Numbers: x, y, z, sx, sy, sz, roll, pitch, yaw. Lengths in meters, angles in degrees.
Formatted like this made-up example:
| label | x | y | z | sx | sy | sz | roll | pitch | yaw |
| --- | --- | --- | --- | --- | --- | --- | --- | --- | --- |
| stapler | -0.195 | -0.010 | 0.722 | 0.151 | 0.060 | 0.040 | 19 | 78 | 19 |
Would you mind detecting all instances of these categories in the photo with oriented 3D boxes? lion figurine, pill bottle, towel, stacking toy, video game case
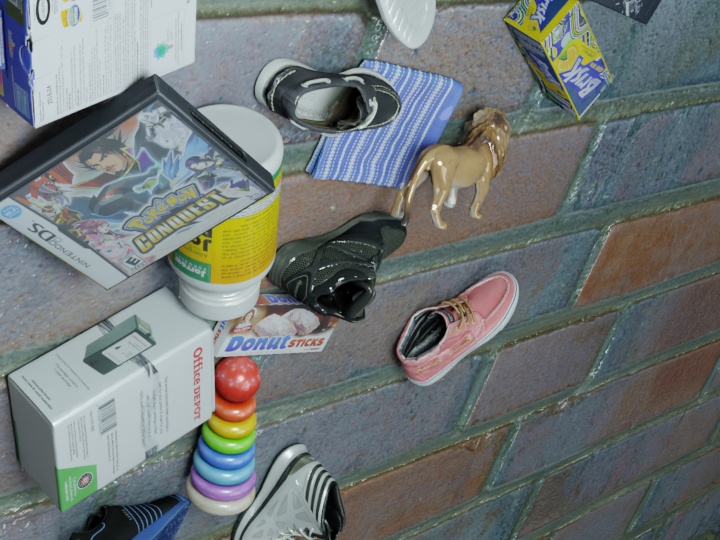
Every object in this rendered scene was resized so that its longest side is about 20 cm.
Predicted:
| label | x | y | z | sx | sy | sz | roll | pitch | yaw |
| --- | --- | --- | --- | --- | --- | --- | --- | --- | --- |
| lion figurine | 0.109 | -0.119 | 1.764 | 0.199 | 0.072 | 0.124 | -25 | 136 | -59 |
| pill bottle | -0.135 | -0.051 | 1.505 | 0.112 | 0.113 | 0.202 | -29 | 145 | -33 |
| towel | 0.033 | -0.157 | 1.710 | 0.199 | 0.024 | 0.146 | 2 | 121 | -55 |
| stacking toy | -0.151 | 0.184 | 1.790 | 0.085 | 0.085 | 0.202 | -19 | 132 | -42 |
| video game case | -0.204 | -0.071 | 1.354 | 0.198 | 0.026 | 0.181 | -29 | 143 | 18 |

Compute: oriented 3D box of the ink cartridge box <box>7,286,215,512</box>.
| label | x | y | z | sx | sy | sz | roll | pitch | yaw |
| --- | --- | --- | --- | --- | --- | --- | --- | --- | --- |
| ink cartridge box | -0.251 | 0.130 | 1.575 | 0.199 | 0.084 | 0.147 | -31 | 145 | -31 |

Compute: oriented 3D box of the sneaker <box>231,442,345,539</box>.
| label | x | y | z | sx | sy | sz | roll | pitch | yaw |
| --- | --- | --- | --- | --- | --- | --- | --- | --- | --- |
| sneaker | -0.092 | 0.337 | 1.994 | 0.075 | 0.115 | 0.202 | -4 | 127 | -52 |

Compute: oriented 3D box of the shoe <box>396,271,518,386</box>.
| label | x | y | z | sx | sy | sz | roll | pitch | yaw |
| --- | --- | --- | --- | --- | --- | --- | --- | --- | --- |
| shoe | 0.131 | 0.067 | 2.045 | 0.200 | 0.071 | 0.091 | -43 | 155 | -6 |

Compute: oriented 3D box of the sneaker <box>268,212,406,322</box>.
| label | x | y | z | sx | sy | sz | roll | pitch | yaw |
| --- | --- | --- | --- | --- | --- | --- | --- | --- | --- |
| sneaker | 0.000 | 0.000 | 1.751 | 0.198 | 0.114 | 0.077 | -21 | 141 | -45 |

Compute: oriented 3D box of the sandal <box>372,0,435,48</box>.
| label | x | y | z | sx | sy | sz | roll | pitch | yaw |
| --- | --- | --- | --- | --- | --- | --- | --- | --- | --- |
| sandal | 0.019 | -0.303 | 1.510 | 0.083 | 0.049 | 0.203 | -57 | 140 | -19 |

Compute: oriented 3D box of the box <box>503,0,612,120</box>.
| label | x | y | z | sx | sy | sz | roll | pitch | yaw |
| --- | --- | --- | --- | --- | --- | --- | --- | --- | --- |
| box | 0.240 | -0.263 | 1.838 | 0.070 | 0.064 | 0.200 | -49 | 151 | -3 |

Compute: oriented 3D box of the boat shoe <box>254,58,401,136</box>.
| label | x | y | z | sx | sy | sz | roll | pitch | yaw |
| --- | --- | --- | --- | --- | --- | --- | --- | --- | --- |
| boat shoe | -0.019 | -0.171 | 1.567 | 0.199 | 0.060 | 0.075 | 9 | 113 | -50 |

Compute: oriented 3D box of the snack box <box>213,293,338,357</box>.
| label | x | y | z | sx | sy | sz | roll | pitch | yaw |
| --- | --- | --- | --- | --- | --- | --- | --- | --- | --- |
| snack box | -0.095 | 0.062 | 1.776 | 0.199 | 0.024 | 0.072 | 1 | 124 | -55 |

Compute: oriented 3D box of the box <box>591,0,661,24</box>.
| label | x | y | z | sx | sy | sz | roll | pitch | yaw |
| --- | --- | --- | --- | --- | --- | --- | --- | --- | --- |
| box | 0.301 | -0.403 | 1.727 | 0.181 | 0.104 | 0.201 | 3 | 122 | -56 |

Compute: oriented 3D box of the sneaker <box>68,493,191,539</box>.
| label | x | y | z | sx | sy | sz | roll | pitch | yaw |
| --- | --- | --- | --- | --- | --- | --- | --- | --- | --- |
| sneaker | -0.263 | 0.294 | 1.769 | 0.071 | 0.077 | 0.200 | -63 | 170 | 17 |

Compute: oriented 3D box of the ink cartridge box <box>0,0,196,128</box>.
| label | x | y | z | sx | sy | sz | roll | pitch | yaw |
| --- | --- | --- | --- | --- | --- | --- | --- | --- | --- |
| ink cartridge box | -0.229 | -0.207 | 1.237 | 0.199 | 0.076 | 0.138 | -30 | 144 | -35 |
